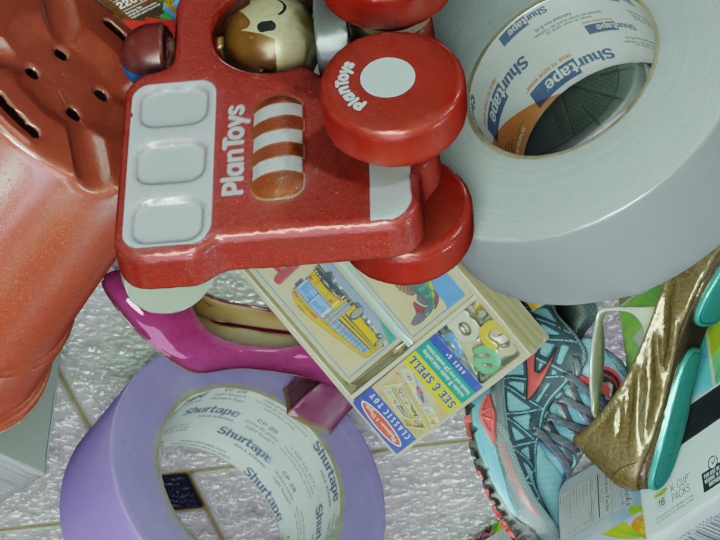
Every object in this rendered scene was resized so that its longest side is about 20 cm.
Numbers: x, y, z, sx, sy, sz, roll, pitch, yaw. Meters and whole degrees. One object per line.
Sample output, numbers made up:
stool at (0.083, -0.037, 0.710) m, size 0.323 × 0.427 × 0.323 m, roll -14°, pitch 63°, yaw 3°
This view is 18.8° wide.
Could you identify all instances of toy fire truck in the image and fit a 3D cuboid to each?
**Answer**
toy fire truck at (-0.034, -0.082, 1.034) m, size 0.167 × 0.201 × 0.112 m, roll -4°, pitch 142°, yaw 2°

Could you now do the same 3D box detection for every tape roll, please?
tape roll at (0.114, -0.082, 1.100) m, size 0.200 × 0.201 × 0.066 m, roll -19°, pitch 140°, yaw 23°
tape roll at (-0.089, 0.154, 1.414) m, size 0.199 × 0.201 × 0.085 m, roll 18°, pitch 140°, yaw -23°

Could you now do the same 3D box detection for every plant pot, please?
plant pot at (-0.205, -0.043, 1.173) m, size 0.200 × 0.201 × 0.195 m, roll 24°, pitch 130°, yaw -29°

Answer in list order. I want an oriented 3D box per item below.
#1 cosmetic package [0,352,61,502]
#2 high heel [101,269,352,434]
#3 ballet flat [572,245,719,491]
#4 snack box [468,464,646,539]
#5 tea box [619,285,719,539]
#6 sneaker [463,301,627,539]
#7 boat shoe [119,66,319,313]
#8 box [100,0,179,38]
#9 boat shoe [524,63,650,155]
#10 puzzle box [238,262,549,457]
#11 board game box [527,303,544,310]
cosmetic package at (-0.294, 0.117, 1.445) m, size 0.090 × 0.107 × 0.200 m, roll 27°, pitch 137°, yaw -31°
high heel at (-0.064, 0.026, 1.379) m, size 0.200 × 0.068 × 0.096 m, roll 28°, pitch 113°, yaw -32°
ballet flat at (0.174, 0.027, 1.249) m, size 0.072 × 0.201 × 0.068 m, roll 24°, pitch -171°, yaw 22°
snack box at (0.204, 0.214, 1.605) m, size 0.168 × 0.068 × 0.200 m, roll 26°, pitch 134°, yaw -29°
tea box at (0.270, 0.056, 1.286) m, size 0.133 × 0.197 × 0.200 m, roll 22°, pitch 137°, yaw -27°
sneaker at (0.113, 0.075, 1.311) m, size 0.095 × 0.201 × 0.079 m, roll -13°, pitch 139°, yaw 14°
boat shoe at (-0.083, -0.073, 1.214) m, size 0.070 × 0.072 × 0.201 m, roll 20°, pitch 112°, yaw -27°
box at (-0.060, -0.191, 1.088) m, size 0.199 × 0.039 × 0.137 m, roll -23°, pitch 137°, yaw 27°
boat shoe at (0.102, -0.050, 1.252) m, size 0.065 × 0.075 × 0.202 m, roll 27°, pitch 127°, yaw -34°
puzzle box at (0.000, 0.000, 1.261) m, size 0.200 × 0.025 × 0.133 m, roll 49°, pitch 132°, yaw 1°
board game box at (0.161, -0.039, 1.245) m, size 0.095 × 0.030 × 0.200 m, roll -27°, pitch 169°, yaw -34°
